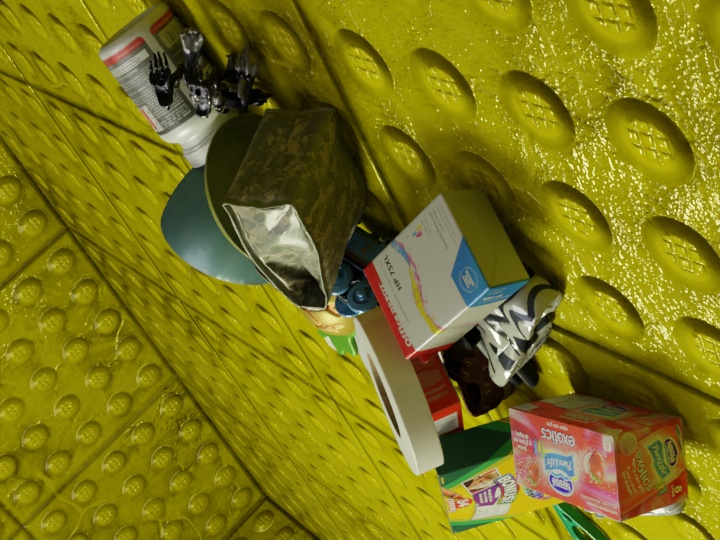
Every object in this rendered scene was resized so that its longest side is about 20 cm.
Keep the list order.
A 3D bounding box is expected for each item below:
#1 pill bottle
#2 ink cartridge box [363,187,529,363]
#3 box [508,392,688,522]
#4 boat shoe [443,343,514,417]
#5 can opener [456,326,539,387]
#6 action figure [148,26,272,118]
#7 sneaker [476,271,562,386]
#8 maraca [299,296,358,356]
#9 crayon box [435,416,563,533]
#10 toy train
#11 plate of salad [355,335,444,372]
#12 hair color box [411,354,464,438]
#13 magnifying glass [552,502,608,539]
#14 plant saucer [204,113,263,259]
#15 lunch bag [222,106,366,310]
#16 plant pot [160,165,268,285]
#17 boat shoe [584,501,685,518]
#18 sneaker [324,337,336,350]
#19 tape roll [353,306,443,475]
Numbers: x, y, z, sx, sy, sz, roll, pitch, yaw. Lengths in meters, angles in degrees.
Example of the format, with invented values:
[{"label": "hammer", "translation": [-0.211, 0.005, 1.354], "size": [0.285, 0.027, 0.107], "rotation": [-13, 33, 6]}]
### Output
[{"label": "pill bottle", "translation": [-0.249, -0.246, 1.540], "size": [0.201, 0.116, 0.115], "rotation": [54, 160, -20]}, {"label": "ink cartridge box", "translation": [0.079, 0.014, 1.238], "size": [0.200, 0.067, 0.118], "rotation": [-45, 64, 44]}, {"label": "box", "translation": [0.266, 0.205, 1.296], "size": [0.199, 0.101, 0.097], "rotation": [5, 103, 63]}, {"label": "boat shoe", "translation": [0.143, 0.117, 1.488], "size": [0.072, 0.068, 0.201], "rotation": [28, 154, 43]}, {"label": "can opener", "translation": [0.153, 0.079, 1.403], "size": [0.063, 0.079, 0.200], "rotation": [19, 158, 52]}, {"label": "action figure", "translation": [-0.178, -0.243, 1.415], "size": [0.117, 0.104, 0.200], "rotation": [12, -166, 13]}, {"label": "sneaker", "translation": [0.149, 0.043, 1.306], "size": [0.129, 0.079, 0.200], "rotation": [43, 162, 18]}, {"label": "maraca", "translation": [-0.040, 0.042, 1.662], "size": [0.137, 0.106, 0.202], "rotation": [43, 149, 32]}, {"label": "crayon box", "translation": [0.189, 0.272, 1.543], "size": [0.201, 0.170, 0.059], "rotation": [73, -178, -55]}, {"label": "toy train", "translation": [0.000, 0.000, 1.493], "size": [0.199, 0.114, 0.087], "rotation": [33, 165, 35]}, {"label": "plate of salad", "translation": [0.059, 0.112, 1.686], "size": [0.199, 0.048, 0.203], "rotation": [31, 135, 37]}, {"label": "hair color box", "translation": [0.070, 0.121, 1.517], "size": [0.102, 0.060, 0.202], "rotation": [76, 172, -57]}, {"label": "magnifying glass", "translation": [0.306, 0.357, 1.703], "size": [0.200, 0.022, 0.080], "rotation": [47, 162, -5]}, {"label": "plant saucer", "translation": [-0.127, -0.098, 1.451], "size": [0.031, 0.201, 0.201], "rotation": [-18, 117, 41]}, {"label": "lunch bag", "translation": [-0.068, -0.071, 1.389], "size": [0.116, 0.166, 0.201], "rotation": [2, 141, 24]}, {"label": "plant pot", "translation": [-0.166, -0.096, 1.601], "size": [0.199, 0.199, 0.136], "rotation": [39, 124, 20]}, {"label": "boat shoe", "translation": [0.325, 0.275, 1.404], "size": [0.065, 0.074, 0.202], "rotation": [50, 155, 1]}, {"label": "sneaker", "translation": [-0.061, 0.038, 1.793], "size": [0.084, 0.074, 0.202], "rotation": [33, 152, 54]}, {"label": "tape roll", "translation": [0.044, 0.141, 1.356], "size": [0.203, 0.037, 0.206], "rotation": [157, 91, -84]}]
